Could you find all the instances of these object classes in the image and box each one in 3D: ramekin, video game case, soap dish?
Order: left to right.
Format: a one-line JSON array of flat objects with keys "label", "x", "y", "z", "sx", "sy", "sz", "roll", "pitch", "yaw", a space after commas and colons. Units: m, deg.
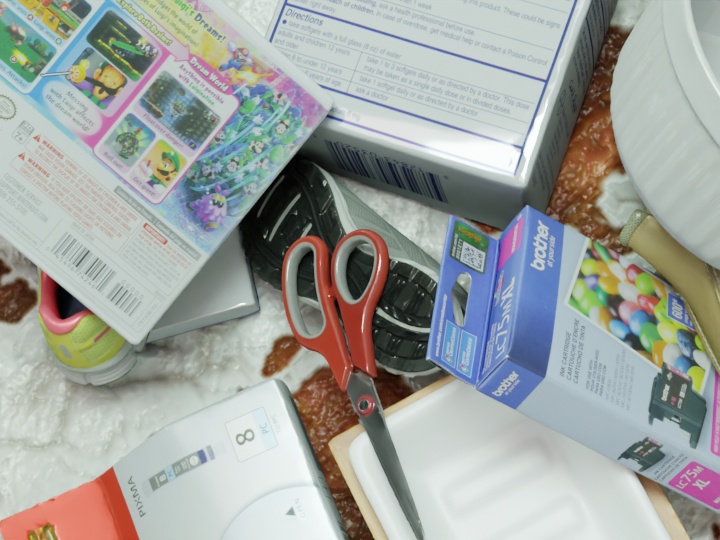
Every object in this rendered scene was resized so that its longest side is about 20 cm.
[{"label": "video game case", "x": -0.145, "y": -0.090, "z": 1.101, "sx": 0.200, "sy": 0.024, "sz": 0.182, "roll": 40, "pitch": 88, "yaw": -11}, {"label": "soap dish", "x": 0.096, "y": 0.151, "z": 1.111, "sx": 0.156, "sy": 0.081, "sz": 0.201, "roll": -29, "pitch": 72, "yaw": 1}, {"label": "ramekin", "x": 0.228, "y": -0.086, "z": 1.036, "sx": 0.198, "sy": 0.105, "sz": 0.202, "roll": 13, "pitch": 56, "yaw": -20}]

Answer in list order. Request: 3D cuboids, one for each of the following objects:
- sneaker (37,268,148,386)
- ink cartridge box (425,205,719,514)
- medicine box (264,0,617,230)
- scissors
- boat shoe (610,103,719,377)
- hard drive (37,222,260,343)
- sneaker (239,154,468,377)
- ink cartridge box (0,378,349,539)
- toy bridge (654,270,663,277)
[{"label": "sneaker", "x": -0.149, "y": -0.037, "z": 1.170, "sx": 0.077, "sy": 0.090, "sz": 0.202, "roll": 4, "pitch": 74, "yaw": 13}, {"label": "ink cartridge box", "x": 0.134, "y": 0.043, "z": 1.083, "sx": 0.199, "sy": 0.042, "sz": 0.120, "roll": 26, "pitch": 45, "yaw": -12}, {"label": "medicine box", "x": 0.052, "y": -0.151, "z": 1.187, "sx": 0.181, "sy": 0.103, "sz": 0.202, "roll": 18, "pitch": 79, "yaw": 14}, {"label": "scissors", "x": -0.004, "y": 0.069, "z": 1.108, "sx": 0.073, "sy": 0.014, "sz": 0.202, "roll": -19, "pitch": 68, "yaw": 26}, {"label": "boat shoe", "x": 0.182, "y": -0.018, "z": 1.100, "sx": 0.075, "sy": 0.072, "sz": 0.201, "roll": -3, "pitch": 54, "yaw": -10}, {"label": "hard drive", "x": -0.148, "y": -0.054, "z": 1.235, "sx": 0.131, "sy": 0.025, "sz": 0.202, "roll": -15, "pitch": 73, "yaw": 6}, {"label": "sneaker", "x": 0.000, "y": 0.000, "z": 1.178, "sx": 0.200, "sy": 0.079, "sz": 0.074, "roll": 43, "pitch": 104, "yaw": 32}, {"label": "ink cartridge box", "x": -0.106, "y": 0.177, "z": 1.155, "sx": 0.198, "sy": 0.047, "sz": 0.161, "roll": -24, "pitch": 73, "yaw": 1}, {"label": "toy bridge", "x": 0.219, "y": -0.068, "z": 1.175, "sx": 0.066, "sy": 0.027, "sz": 0.202, "roll": 6, "pitch": 75, "yaw": 10}]
